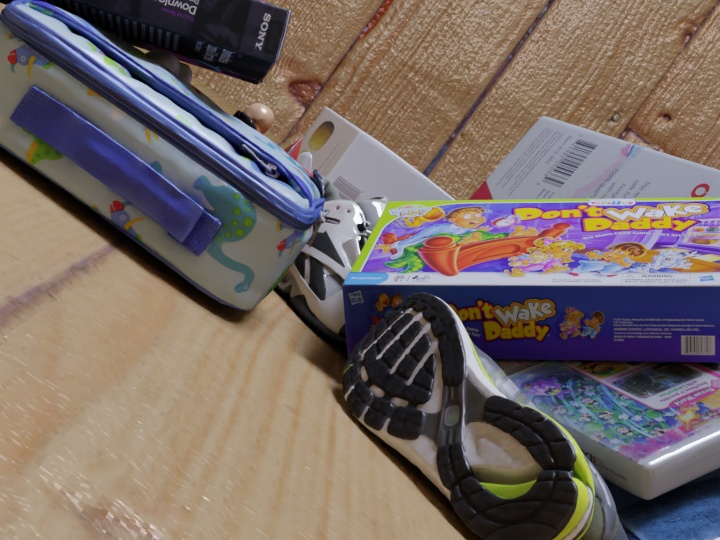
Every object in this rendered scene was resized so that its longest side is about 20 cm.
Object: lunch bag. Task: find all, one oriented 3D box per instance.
[{"bbox_3d":[-0.114,-0.063,0.851,0.200,0.082,0.161,35,7,0],"label":"lunch bag"}]

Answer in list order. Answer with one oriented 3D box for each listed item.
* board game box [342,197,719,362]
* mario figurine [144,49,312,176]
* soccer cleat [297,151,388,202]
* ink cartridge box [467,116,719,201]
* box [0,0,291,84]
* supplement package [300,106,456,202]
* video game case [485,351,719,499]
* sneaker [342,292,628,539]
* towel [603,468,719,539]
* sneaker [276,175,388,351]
[{"bbox_3d":[0.102,0.003,0.894,0.200,0.045,0.134,0,22,12],"label":"board game box"},{"bbox_3d":[-0.111,-0.098,1.003,0.200,0.106,0.124,29,27,-14],"label":"mario figurine"},{"bbox_3d":[0.011,-0.006,1.151,0.200,0.085,0.069,35,4,-8],"label":"soccer cleat"},{"bbox_3d":[0.165,-0.012,1.114,0.200,0.146,0.083,26,-20,50],"label":"ink cartridge box"},{"bbox_3d":[-0.143,-0.157,0.917,0.200,0.036,0.143,18,0,-8],"label":"box"},{"bbox_3d":[-0.006,-0.057,1.374,0.109,0.114,0.200,36,3,-15],"label":"supplement package"},{"bbox_3d":[0.165,0.049,0.858,0.200,0.024,0.182,-18,25,-30],"label":"video game case"},{"bbox_3d":[0.057,0.083,0.774,0.081,0.074,0.200,45,4,-39],"label":"sneaker"},{"bbox_3d":[0.144,0.117,0.809,0.112,0.049,0.200,-10,24,-22],"label":"towel"},{"bbox_3d":[0.000,0.000,1.011,0.074,0.089,0.200,33,6,-46],"label":"sneaker"}]
